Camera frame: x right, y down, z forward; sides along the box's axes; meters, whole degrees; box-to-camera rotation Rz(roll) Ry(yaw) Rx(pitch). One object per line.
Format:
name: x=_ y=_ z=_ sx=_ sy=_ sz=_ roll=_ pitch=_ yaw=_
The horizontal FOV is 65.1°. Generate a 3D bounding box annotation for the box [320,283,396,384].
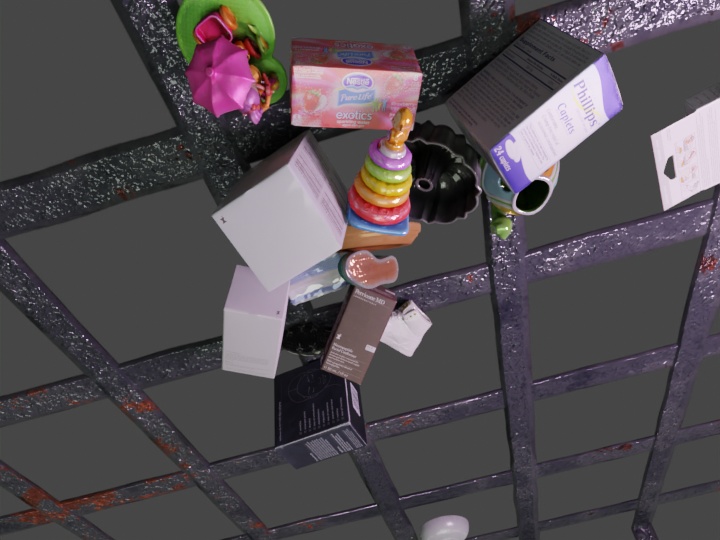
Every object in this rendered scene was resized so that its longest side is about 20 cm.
box: x=-0.006 y=0.127 z=1.198 sx=0.098 sy=0.075 sz=0.205 roll=20 pitch=102 yaw=-8

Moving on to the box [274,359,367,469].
box: x=-0.100 y=0.337 z=1.363 sx=0.191 sy=0.203 sz=0.125 roll=-19 pitch=135 yaw=10

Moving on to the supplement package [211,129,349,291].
supplement package: x=-0.117 y=-0.104 z=0.926 sx=0.149 sy=0.201 sz=0.152 roll=-28 pitch=112 yaw=18

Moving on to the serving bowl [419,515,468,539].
serving bowl: x=0.324 y=1.014 z=2.157 sx=0.193 sy=0.067 sz=0.204 roll=-4 pitch=133 yaw=-4

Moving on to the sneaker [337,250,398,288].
sneaker: x=0.000 y=0.000 z=1.105 sx=0.078 sy=0.074 sz=0.198 roll=-2 pitch=177 yaw=29

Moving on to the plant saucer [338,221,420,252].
plant saucer: x=0.016 y=-0.059 z=1.041 sx=0.193 sy=0.039 sz=0.200 roll=-5 pitch=178 yaw=0

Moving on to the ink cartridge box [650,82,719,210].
ink cartridge box: x=0.634 y=-0.233 z=1.061 sx=0.173 sy=0.045 sz=0.201 roll=-26 pitch=131 yaw=14

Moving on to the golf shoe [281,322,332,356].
golf shoe: x=-0.088 y=0.172 z=1.300 sx=0.193 sy=0.080 sz=0.095 roll=-1 pitch=147 yaw=6

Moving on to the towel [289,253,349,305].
towel: x=-0.114 y=-0.016 z=1.158 sx=0.143 sy=0.024 sz=0.203 roll=-18 pitch=133 yaw=6

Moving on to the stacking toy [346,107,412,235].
stacking toy: x=0.044 y=-0.163 z=0.881 sx=0.106 sy=0.118 sz=0.203 roll=9 pitch=136 yaw=-6

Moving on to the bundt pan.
bundt pan: x=0.119 y=-0.175 z=0.973 sx=0.196 sy=0.077 sz=0.204 roll=17 pitch=149 yaw=11

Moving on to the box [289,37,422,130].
box: x=-0.012 y=-0.286 z=0.868 sx=0.193 sy=0.104 sz=0.096 roll=1 pitch=134 yaw=-9

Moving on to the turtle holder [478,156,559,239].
turtle holder: x=0.273 y=-0.159 z=1.011 sx=0.139 sy=0.134 sz=0.185 roll=28 pitch=123 yaw=-32

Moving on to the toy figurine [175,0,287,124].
toy figurine: x=-0.178 y=-0.273 z=0.796 sx=0.147 sy=0.187 sz=0.200 roll=-28 pitch=132 yaw=17

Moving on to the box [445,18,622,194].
box: x=0.258 y=-0.254 z=0.865 sx=0.198 sy=0.186 sz=0.105 roll=-38 pitch=128 yaw=13

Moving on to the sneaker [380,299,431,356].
sneaker: x=0.069 y=0.102 z=1.275 sx=0.197 sy=0.074 sz=0.117 roll=28 pitch=107 yaw=-24

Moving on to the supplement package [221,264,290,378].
supplement package: x=-0.217 y=0.109 z=1.172 sx=0.117 sy=0.122 sz=0.203 roll=11 pitch=135 yaw=-6
